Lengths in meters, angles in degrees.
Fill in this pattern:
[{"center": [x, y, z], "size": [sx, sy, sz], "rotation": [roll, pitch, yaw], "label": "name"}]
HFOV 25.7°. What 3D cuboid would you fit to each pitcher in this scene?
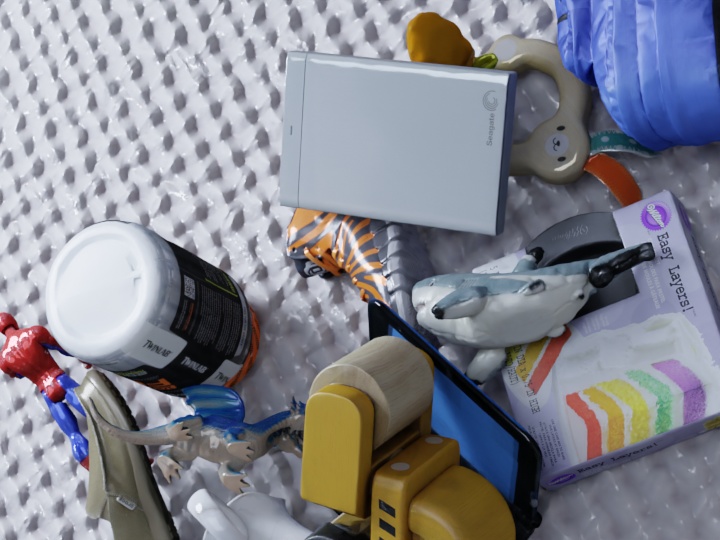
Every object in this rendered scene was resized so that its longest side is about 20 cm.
[{"center": [-0.053, 0.261, 1.263], "size": [0.121, 0.172, 0.200], "rotation": [-46, 60, 0], "label": "pitcher"}]

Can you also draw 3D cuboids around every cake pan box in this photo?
[{"center": [0.200, 0.053, 1.278], "size": [0.182, 0.052, 0.202], "rotation": [-20, 66, 16], "label": "cake pan box"}]

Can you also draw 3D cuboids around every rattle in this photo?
[{"center": [0.148, -0.139, 1.316], "size": [0.130, 0.143, 0.200], "rotation": [-36, 54, -11], "label": "rattle"}]

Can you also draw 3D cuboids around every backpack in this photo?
[{"center": [0.247, -0.197, 1.276], "size": [0.166, 0.162, 0.203], "rotation": [-12, 82, 31], "label": "backpack"}]

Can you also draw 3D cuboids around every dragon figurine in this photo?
[{"center": [-0.131, 0.137, 1.353], "size": [0.197, 0.100, 0.060], "rotation": [9, 111, 3], "label": "dragon figurine"}]

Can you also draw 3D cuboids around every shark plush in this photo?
[{"center": [0.133, 0.006, 1.262], "size": [0.199, 0.091, 0.084], "rotation": [-29, 34, 20], "label": "shark plush"}]

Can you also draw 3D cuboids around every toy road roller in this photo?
[{"center": [0.041, 0.162, 1.193], "size": [0.144, 0.123, 0.203], "rotation": [10, 109, 27], "label": "toy road roller"}]

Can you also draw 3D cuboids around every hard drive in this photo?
[{"center": [0.028, -0.108, 1.318], "size": [0.198, 0.027, 0.134], "rotation": [9, 102, 21], "label": "hard drive"}]

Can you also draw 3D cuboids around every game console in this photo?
[{"center": [0.043, 0.155, 1.279], "size": [0.200, 0.118, 0.171], "rotation": [41, 95, 30], "label": "game console"}]

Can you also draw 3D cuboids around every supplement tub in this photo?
[{"center": [-0.173, 0.040, 1.372], "size": [0.121, 0.200, 0.124], "rotation": [-8, 71, 23], "label": "supplement tub"}]

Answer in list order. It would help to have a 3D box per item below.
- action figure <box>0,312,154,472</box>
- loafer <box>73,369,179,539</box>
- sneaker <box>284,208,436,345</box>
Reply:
[{"center": [-0.270, 0.118, 1.480], "size": [0.065, 0.099, 0.200], "rotation": [-41, 84, 5], "label": "action figure"}, {"center": [-0.213, 0.186, 1.380], "size": [0.067, 0.076, 0.202], "rotation": [-21, 88, -6], "label": "loafer"}, {"center": [0.000, 0.000, 1.383], "size": [0.111, 0.077, 0.202], "rotation": [-26, 55, 21], "label": "sneaker"}]
